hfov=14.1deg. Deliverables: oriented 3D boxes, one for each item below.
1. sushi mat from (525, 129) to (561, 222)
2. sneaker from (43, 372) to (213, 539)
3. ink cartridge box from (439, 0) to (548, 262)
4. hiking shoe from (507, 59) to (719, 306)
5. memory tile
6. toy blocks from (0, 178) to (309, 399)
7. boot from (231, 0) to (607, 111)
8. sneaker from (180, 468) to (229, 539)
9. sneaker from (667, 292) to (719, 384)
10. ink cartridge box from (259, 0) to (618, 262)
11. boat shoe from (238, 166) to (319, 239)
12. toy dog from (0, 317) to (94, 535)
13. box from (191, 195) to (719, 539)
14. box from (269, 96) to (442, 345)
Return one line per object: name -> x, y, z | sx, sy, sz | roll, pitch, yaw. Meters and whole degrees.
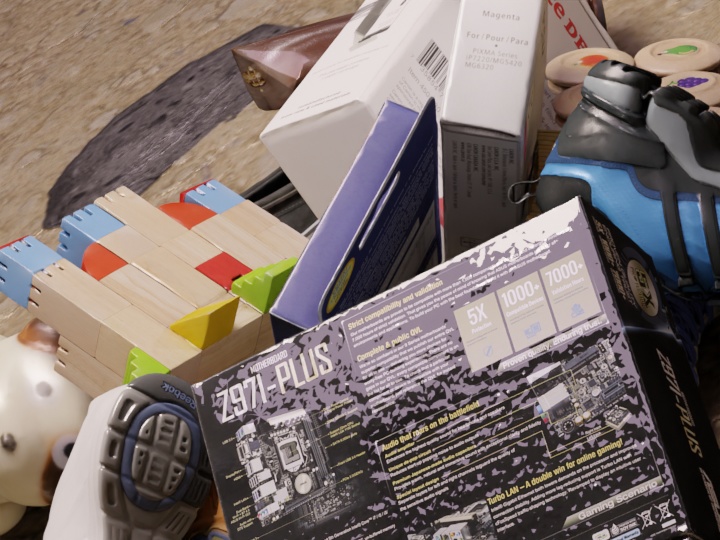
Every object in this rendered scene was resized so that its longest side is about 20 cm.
sushi mat -> 0.178, -0.031, 1.379 | 0.200, 0.012, 0.096 | 4, 38, 9
sneaker -> -0.125, 0.148, 1.424 | 0.087, 0.074, 0.200 | -1, 69, 66
ink cartridge box -> 0.073, -0.104, 1.458 | 0.043, 0.200, 0.174 | 9, 68, 6
hiking shoe -> 0.171, -0.012, 1.317 | 0.087, 0.200, 0.074 | -58, -17, 12
memory tile -> 0.177, -0.084, 1.535 | 0.153, 0.017, 0.200 | -7, 26, 1
toy blocks -> -0.109, 0.010, 1.597 | 0.137, 0.100, 0.200 | 33, 39, 24
boot -> 0.031, -0.136, 1.761 | 0.200, 0.064, 0.186 | -13, 7, -18
sneaker -> -0.021, 0.121, 1.413 | 0.200, 0.088, 0.075 | -33, 54, 40
sneaker -> 0.137, 0.014, 1.388 | 0.115, 0.081, 0.199 | -35, 21, 3
ink cartridge box -> 0.054, -0.087, 1.617 | 0.083, 0.147, 0.200 | -17, 27, 42
boat shoe -> -0.014, -0.066, 1.784 | 0.200, 0.057, 0.069 | -45, 26, -28
toy dog -> -0.207, 0.092, 1.665 | 0.194, 0.140, 0.200 | -4, -2, -40
box -> 0.046, 0.090, 1.247 | 0.200, 0.086, 0.164 | -27, 61, 18
box -> 0.000, 0.000, 1.392 | 0.121, 0.032, 0.200 | -62, -12, -20
